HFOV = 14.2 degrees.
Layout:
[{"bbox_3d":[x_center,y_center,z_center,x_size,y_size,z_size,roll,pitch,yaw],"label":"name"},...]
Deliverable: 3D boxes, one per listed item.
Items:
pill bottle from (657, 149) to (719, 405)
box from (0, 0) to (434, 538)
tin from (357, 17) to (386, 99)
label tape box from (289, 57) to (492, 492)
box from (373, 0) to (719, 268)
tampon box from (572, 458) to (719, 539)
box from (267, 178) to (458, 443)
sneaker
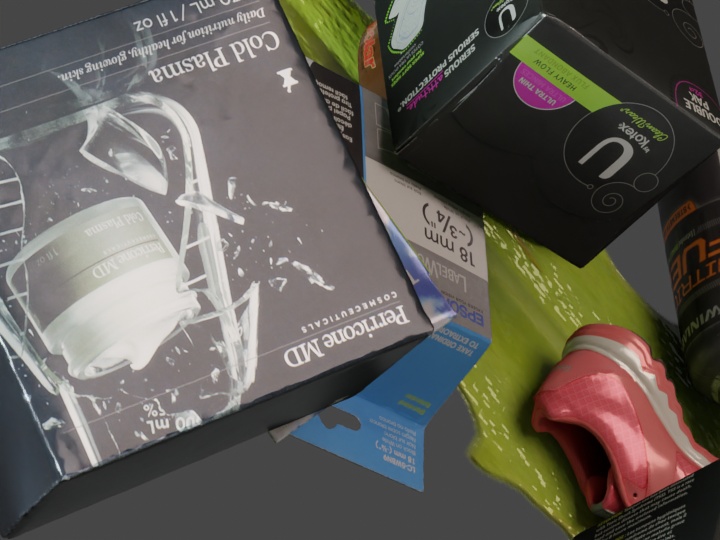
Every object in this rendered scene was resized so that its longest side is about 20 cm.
[{"bbox_3d":[0.247,0.014,1.793,0.106,0.106,0.201,21,50,-38],"label":"pill bottle"},{"bbox_3d":[-0.106,-0.009,1.348,0.200,0.124,0.197,-22,82,-25],"label":"box"},{"bbox_3d":[0.079,-0.088,1.737,0.200,0.042,0.112,32,40,-30],"label":"tin"},{"bbox_3d":[0.000,0.000,1.564,0.144,0.063,0.201,25,47,-34],"label":"label tape box"},{"bbox_3d":[0.102,-0.132,1.634,0.148,0.124,0.200,31,33,-28],"label":"box"},{"bbox_3d":[0.187,0.233,1.555,0.150,0.126,0.200,43,39,-19],"label":"tampon box"},{"bbox_3d":[-0.057,-0.022,1.462,0.122,0.048,0.200,-35,84,-14],"label":"box"},{"bbox_3d":[0.168,0.130,1.671,0.200,0.074,0.087,50,51,-3],"label":"sneaker"}]
